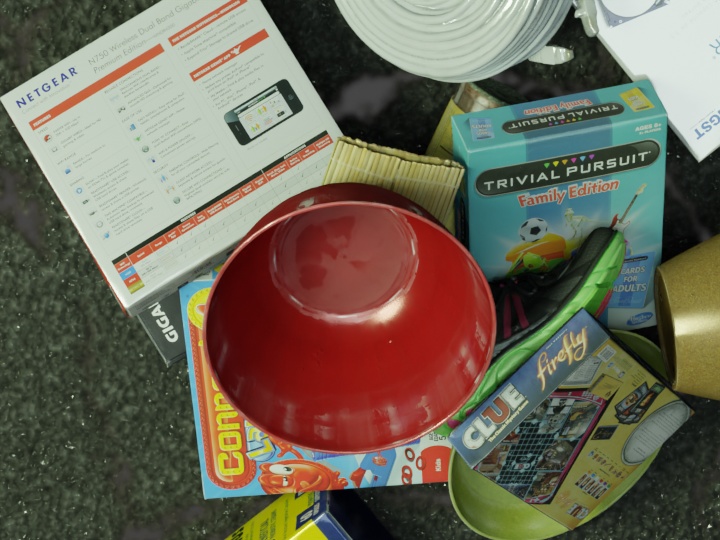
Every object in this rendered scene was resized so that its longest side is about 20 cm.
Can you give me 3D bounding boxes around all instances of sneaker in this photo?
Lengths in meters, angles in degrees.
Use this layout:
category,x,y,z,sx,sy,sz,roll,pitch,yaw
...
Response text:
category,x,y,z,sx,sy,sz,roll,pitch,yaw
sneaker,0.110,0.031,1.687,0.200,0.077,0.084,-40,76,-6

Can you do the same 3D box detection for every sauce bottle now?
category,x,y,z,sx,sy,sz,roll,pitch,yaw
sauce bottle,0.064,-0.049,1.769,0.064,0.065,0.201,23,111,-7

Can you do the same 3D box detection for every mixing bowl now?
category,x,y,z,sx,sy,sz,roll,pitch,yaw
mixing bowl,-0.009,0.014,1.620,0.198,0.109,0.201,-1,121,-2

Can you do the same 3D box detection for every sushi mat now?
category,x,y,z,sx,sy,sz,roll,pitch,yaw
sushi mat,0.000,0.000,1.682,0.095,0.012,0.201,13,119,-11

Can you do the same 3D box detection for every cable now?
category,x,y,z,sx,sy,sz,roll,pitch,yaw
cable,0.061,-0.234,1.674,0.199,0.069,0.202,-7,97,33

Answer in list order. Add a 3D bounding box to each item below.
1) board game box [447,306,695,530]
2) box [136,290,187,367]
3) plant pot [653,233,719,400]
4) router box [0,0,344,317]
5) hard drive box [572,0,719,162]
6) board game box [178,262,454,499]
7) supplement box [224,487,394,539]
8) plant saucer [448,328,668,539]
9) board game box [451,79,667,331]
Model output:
category,x,y,z,sx,sy,sz,roll,pitch,yaw
board game box,0.158,0.112,1.714,0.135,0.200,0.035,-44,59,5
box,-0.110,-0.060,1.775,0.198,0.050,0.201,-28,103,6
plant pot,0.322,0.030,1.727,0.198,0.186,0.188,-8,105,0
router box,-0.127,-0.095,1.681,0.199,0.049,0.180,-31,83,-5
hard drive box,0.244,-0.209,1.721,0.156,0.077,0.200,-40,102,10
board game box,-0.031,0.071,1.763,0.194,0.056,0.201,-5,121,0
supplement box,-0.070,0.264,1.830,0.200,0.109,0.110,-38,103,9
plant saucer,0.149,0.120,1.795,0.199,0.031,0.201,-16,129,-20
board game box,0.146,-0.034,1.730,0.150,0.047,0.201,-11,131,-8
